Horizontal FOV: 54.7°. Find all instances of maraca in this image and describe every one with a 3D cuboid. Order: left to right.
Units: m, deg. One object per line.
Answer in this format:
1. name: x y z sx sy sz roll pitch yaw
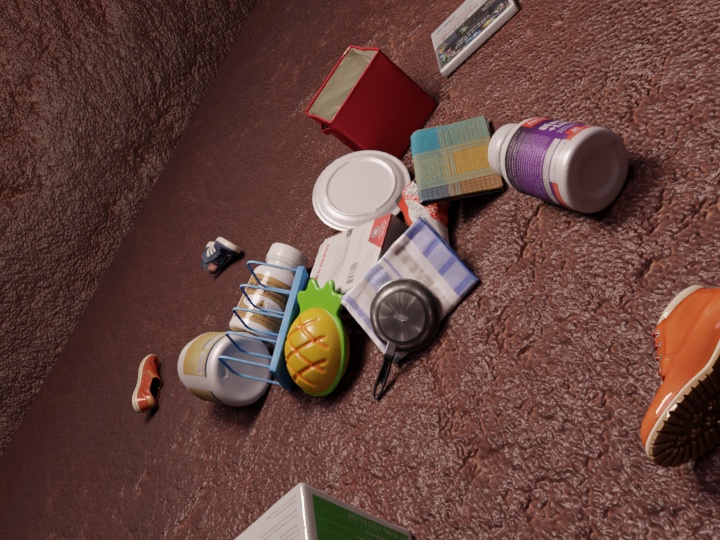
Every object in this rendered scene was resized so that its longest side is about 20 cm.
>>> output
1. maraca: -0.074 0.117 1.215 0.135 0.106 0.204 3 88 38

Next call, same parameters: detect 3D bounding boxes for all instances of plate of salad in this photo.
1. plate of salad: 0.003 -0.152 1.367 0.196 0.048 0.203 -6 56 9

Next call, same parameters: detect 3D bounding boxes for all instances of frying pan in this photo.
1. frying pan: 0.043 0.098 1.089 0.190 0.115 0.031 -49 -10 11

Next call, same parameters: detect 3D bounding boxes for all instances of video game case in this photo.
1. video game case: 0.239 -0.527 1.487 0.199 0.023 0.183 -39 34 28

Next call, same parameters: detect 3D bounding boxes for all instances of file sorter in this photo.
1. file sorter: -0.173 0.102 1.314 0.121 0.139 0.203 9 68 11

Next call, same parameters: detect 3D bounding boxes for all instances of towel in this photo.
1. towel: 0.073 0.032 1.106 0.200 0.024 0.147 -46 71 17
2. towel: 0.163 -0.190 1.204 0.144 0.022 0.202 -11 45 9

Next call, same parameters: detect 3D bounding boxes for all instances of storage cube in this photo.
1. storage cube: 0.019 -0.344 1.479 0.201 0.179 0.171 -56 29 2

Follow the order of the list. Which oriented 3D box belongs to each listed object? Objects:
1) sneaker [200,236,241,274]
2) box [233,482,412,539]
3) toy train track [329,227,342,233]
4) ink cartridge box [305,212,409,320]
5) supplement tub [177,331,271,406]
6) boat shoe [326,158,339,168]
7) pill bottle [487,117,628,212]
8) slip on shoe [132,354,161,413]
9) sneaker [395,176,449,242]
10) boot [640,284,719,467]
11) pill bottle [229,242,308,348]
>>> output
1. sneaker: -0.388 -0.034 1.902 0.199 0.074 0.085 -12 49 64
2. box: -0.053 0.405 0.836 0.200 0.198 0.172 -43 32 21
3. toy train track: -0.005 -0.120 1.445 0.198 0.032 0.116 -18 47 47
4. ink cartridge box: 0.000 0.000 1.269 0.199 0.082 0.149 -18 47 48
5. supplement tub: -0.286 0.201 1.441 0.199 0.144 0.146 -6 56 53
6. boat shoe: -0.010 -0.203 1.477 0.200 0.061 0.076 38 120 56
7. pill bottle: 0.269 -0.156 0.988 0.112 0.111 0.200 -56 30 1
8. slip on shoe: -0.555 0.296 1.848 0.060 0.075 0.201 -14 31 2
9. sneaker: 0.129 -0.119 1.208 0.108 0.067 0.202 -51 27 15
10. boot: 0.328 0.100 0.700 0.201 0.075 0.107 -52 26 -8
11. pill bottle: -0.186 0.051 1.468 0.114 0.114 0.203 -6 57 54
